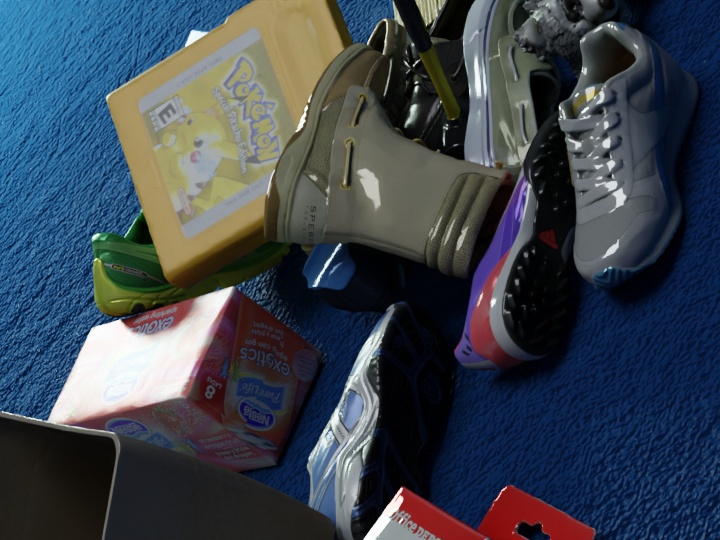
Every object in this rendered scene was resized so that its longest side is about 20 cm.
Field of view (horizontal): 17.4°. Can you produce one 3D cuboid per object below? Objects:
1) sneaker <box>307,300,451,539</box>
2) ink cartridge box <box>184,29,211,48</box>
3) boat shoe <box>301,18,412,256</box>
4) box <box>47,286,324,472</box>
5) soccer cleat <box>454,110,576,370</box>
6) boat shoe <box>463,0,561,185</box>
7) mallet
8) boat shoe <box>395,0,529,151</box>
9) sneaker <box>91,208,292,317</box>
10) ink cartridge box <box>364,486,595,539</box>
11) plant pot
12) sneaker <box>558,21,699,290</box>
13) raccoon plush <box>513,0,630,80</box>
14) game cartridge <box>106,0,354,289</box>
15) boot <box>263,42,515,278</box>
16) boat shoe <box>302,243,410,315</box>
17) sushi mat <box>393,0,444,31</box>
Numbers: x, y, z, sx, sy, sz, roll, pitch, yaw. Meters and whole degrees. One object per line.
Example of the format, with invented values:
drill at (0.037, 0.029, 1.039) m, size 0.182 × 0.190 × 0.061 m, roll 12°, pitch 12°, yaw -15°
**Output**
sneaker at (0.004, 0.103, 1.547) m, size 0.077 × 0.076 × 0.200 m, roll -20°, pitch 38°, yaw 40°
ink cartridge box at (-0.089, -0.121, 1.855) m, size 0.200 × 0.067 × 0.116 m, roll 18°, pitch 85°, yaw 62°
boat shoe at (-0.004, -0.103, 1.839) m, size 0.073 × 0.063 × 0.200 m, roll -6°, pitch 52°, yaw 55°
box at (-0.136, 0.093, 1.762) m, size 0.200 × 0.095 × 0.103 m, roll -15°, pitch 44°, yaw 50°
soccer cleat at (0.111, -0.022, 1.555) m, size 0.073 × 0.068 × 0.200 m, roll -26°, pitch 38°, yaw 48°
boat shoe at (0.116, -0.128, 1.694) m, size 0.062 × 0.072 × 0.200 m, roll -18°, pitch 48°, yaw 24°
mallet at (0.049, -0.159, 1.690) m, size 0.041 × 0.200 × 0.066 m, roll -16°, pitch 26°, yaw 16°
boat shoe at (0.063, -0.157, 1.799) m, size 0.073 × 0.065 × 0.200 m, roll -1°, pitch 56°, yaw 56°
sneaker at (-0.128, -0.023, 1.841) m, size 0.074 × 0.084 × 0.200 m, roll -8°, pitch 9°, yaw 44°
ink cartridge box at (0.035, 0.204, 1.362) m, size 0.200 × 0.067 × 0.116 m, roll -54°, pitch 26°, yaw -7°
plant pot at (-0.131, 0.207, 1.479) m, size 0.200 × 0.177 × 0.200 m, roll 2°, pitch 81°, yaw 59°
sneaker at (0.162, -0.073, 1.517) m, size 0.076 × 0.081 × 0.200 m, roll -27°, pitch 36°, yaw 37°
raccoon plush at (0.161, -0.200, 1.721) m, size 0.200 × 0.097 × 0.134 m, roll 75°, pitch -142°, yaw -87°
game cartridge at (-0.085, -0.108, 1.763) m, size 0.200 × 0.032 × 0.176 m, roll -31°, pitch 63°, yaw 20°
boot at (0.033, -0.076, 1.619) m, size 0.200 × 0.155 × 0.073 m, roll -65°, pitch -16°, yaw -50°
boat shoe at (0.000, 0.000, 1.691) m, size 0.084 × 0.069 × 0.200 m, roll -57°, pitch 7°, yaw 17°
sushi mat at (0.061, -0.263, 1.996) m, size 0.096 × 0.012 × 0.200 m, roll -38°, pitch 29°, yaw 21°
